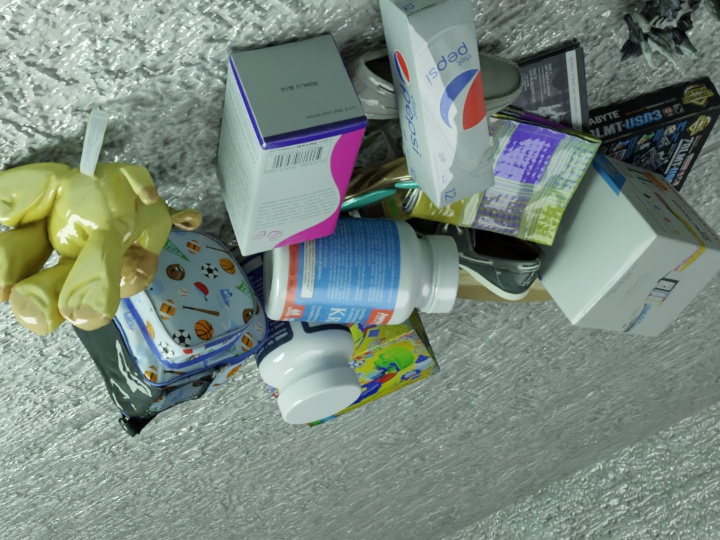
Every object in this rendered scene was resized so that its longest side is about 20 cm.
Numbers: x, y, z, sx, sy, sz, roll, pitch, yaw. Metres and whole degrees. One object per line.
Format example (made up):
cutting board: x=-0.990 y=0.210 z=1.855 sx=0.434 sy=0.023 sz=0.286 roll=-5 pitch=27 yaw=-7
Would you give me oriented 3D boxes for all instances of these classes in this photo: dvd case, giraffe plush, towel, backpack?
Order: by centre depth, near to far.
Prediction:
giraffe plush: x=-0.241 y=-0.036 z=1.142 sx=0.202 sy=0.171 sz=0.162 roll=-60 pitch=163 yaw=2
dvd case: x=0.147 y=-0.144 z=1.292 sx=0.197 sy=0.016 sz=0.150 roll=-19 pitch=128 yaw=-5
backpack: x=-0.194 y=0.045 z=1.295 sx=0.154 sy=0.202 sz=0.189 roll=-37 pitch=165 yaw=36
towel: x=0.150 y=-0.101 z=1.300 sx=0.197 sy=0.023 sz=0.145 roll=11 pitch=120 yaw=-26

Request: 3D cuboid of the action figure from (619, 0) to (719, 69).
action figure: x=0.310 y=-0.249 z=1.183 sx=0.118 sy=0.103 sz=0.200 roll=-33 pitch=155 yaw=-2

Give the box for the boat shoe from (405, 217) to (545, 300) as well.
boat shoe: x=0.115 y=-0.044 z=1.389 sx=0.072 sy=0.198 sz=0.068 roll=-58 pitch=175 yaw=-35

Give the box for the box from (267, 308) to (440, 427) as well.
box: x=-0.020 y=0.093 z=1.607 sx=0.197 sy=0.124 sz=0.193 roll=-24 pitch=156 yaw=6

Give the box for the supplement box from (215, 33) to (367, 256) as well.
supplement box: x=-0.070 y=-0.112 z=1.145 sx=0.100 sy=0.105 sz=0.201 roll=-14 pitch=154 yaw=-19

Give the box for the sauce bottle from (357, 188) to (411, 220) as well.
sauce bottle: x=0.090 y=-0.104 z=1.353 sx=0.197 sy=0.065 sz=0.065 roll=-21 pitch=157 yaw=-6

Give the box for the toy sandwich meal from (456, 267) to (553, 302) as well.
toy sandwich meal: x=0.166 y=-0.006 z=1.529 sx=0.201 sy=0.072 sz=0.205 roll=3 pitch=172 yaw=0

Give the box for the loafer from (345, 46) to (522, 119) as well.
loafer: x=0.074 y=-0.181 z=1.163 sx=0.197 sy=0.071 sz=0.070 roll=-9 pitch=163 yaw=-26

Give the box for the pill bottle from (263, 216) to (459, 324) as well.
pill bottle: x=0.000 y=0.000 z=1.295 sx=0.196 sy=0.114 sz=0.113 roll=3 pitch=152 yaw=-12

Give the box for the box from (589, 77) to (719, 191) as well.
box: x=0.323 y=-0.138 z=1.498 sx=0.195 sy=0.050 sz=0.201 roll=-18 pitch=156 yaw=-11

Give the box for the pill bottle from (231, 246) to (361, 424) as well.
pill bottle: x=-0.073 y=0.063 z=1.392 sx=0.114 sy=0.203 sz=0.116 roll=-17 pitch=157 yaw=-8

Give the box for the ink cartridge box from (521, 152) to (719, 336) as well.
ink cartridge box: x=0.307 y=-0.029 z=1.444 sx=0.198 sy=0.148 sz=0.145 roll=9 pitch=129 yaw=-49

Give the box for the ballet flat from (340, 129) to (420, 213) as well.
ballet flat: x=0.038 y=-0.109 z=1.242 sx=0.198 sy=0.074 sz=0.067 roll=-11 pitch=177 yaw=36

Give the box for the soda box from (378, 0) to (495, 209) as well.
soda box: x=0.070 y=-0.160 z=1.094 sx=0.063 sy=0.068 sz=0.202 roll=-22 pitch=129 yaw=-12

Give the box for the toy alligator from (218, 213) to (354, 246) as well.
toy alligator: x=-0.057 y=-0.043 z=1.353 sx=0.197 sy=0.060 sz=0.054 roll=3 pitch=155 yaw=-31
